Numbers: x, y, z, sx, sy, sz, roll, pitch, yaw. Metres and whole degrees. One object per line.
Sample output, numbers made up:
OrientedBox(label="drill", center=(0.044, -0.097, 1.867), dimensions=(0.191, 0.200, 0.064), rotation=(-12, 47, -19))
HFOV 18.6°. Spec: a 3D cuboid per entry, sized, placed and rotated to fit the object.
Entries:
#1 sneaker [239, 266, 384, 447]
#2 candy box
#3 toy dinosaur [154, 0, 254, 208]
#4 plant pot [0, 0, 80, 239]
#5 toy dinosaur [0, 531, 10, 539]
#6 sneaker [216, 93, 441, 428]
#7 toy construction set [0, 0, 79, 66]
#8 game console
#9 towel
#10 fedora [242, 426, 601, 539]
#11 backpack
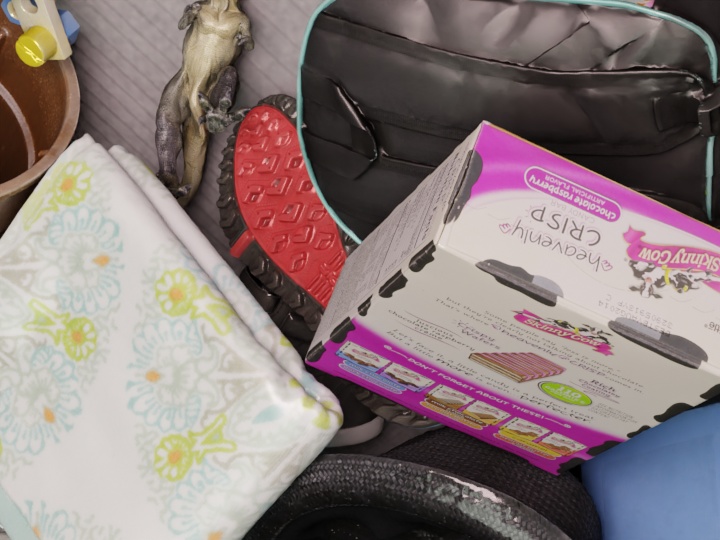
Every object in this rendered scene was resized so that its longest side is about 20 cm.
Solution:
OrientedBox(label="sneaker", center=(-0.081, 0.044, 1.156), dimensions=(0.200, 0.071, 0.099), rotation=(-4, 114, -18))
OrientedBox(label="candy box", center=(0.070, 0.018, 0.942), dimensions=(0.136, 0.061, 0.200), rotation=(24, 160, -10))
OrientedBox(label="toy dinosaur", center=(-0.083, -0.081, 1.108), dimensions=(0.047, 0.088, 0.200), rotation=(12, 124, -8))
OrientedBox(label="plant pot", center=(-0.266, -0.037, 1.147), dimensions=(0.200, 0.200, 0.198), rotation=(28, 132, 3))
OrientedBox(label="toy dinosaur", center=(-0.111, 0.143, 1.168), dimensions=(0.200, 0.102, 0.077), rotation=(8, 131, 51))
OrientedBox(label="sneaker", center=(0.000, 0.000, 1.118), dimensions=(0.079, 0.096, 0.200), rotation=(-38, 70, 17))
OrientedBox(label="toy construction set", center=(-0.181, -0.208, 1.065), dimensions=(0.131, 0.092, 0.200), rotation=(26, 121, 18))
OrientedBox(label="game console", center=(0.160, 0.141, 1.054), dimensions=(0.031, 0.177, 0.200), rotation=(17, 155, -41))
OrientedBox(label="towel", center=(-0.120, 0.059, 1.059), dimensions=(0.200, 0.048, 0.171), rotation=(50, 115, 23))
OrientedBox(label="fedora", center=(0.044, 0.136, 1.071), dimensions=(0.200, 0.092, 0.201), rotation=(17, 133, 19))
OrientedBox(label="backpack", center=(0.077, -0.081, 1.006), dimensions=(0.200, 0.153, 0.176), rotation=(5, 128, 14))
